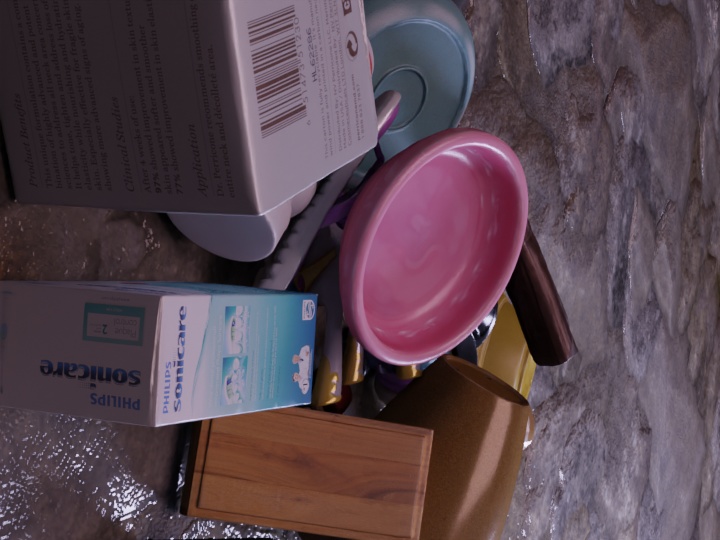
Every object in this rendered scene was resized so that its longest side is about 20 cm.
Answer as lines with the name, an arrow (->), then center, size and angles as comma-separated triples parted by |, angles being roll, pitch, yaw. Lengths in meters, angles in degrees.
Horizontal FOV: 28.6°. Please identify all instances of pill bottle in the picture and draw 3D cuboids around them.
pill bottle -> -0.073, -0.113, 1.113 | 0.201, 0.113, 0.114 | -65, 147, -33

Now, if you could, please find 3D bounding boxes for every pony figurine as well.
pony figurine -> 0.000, 0.000, 1.242 | 0.192, 0.166, 0.203 | -13, 98, -39

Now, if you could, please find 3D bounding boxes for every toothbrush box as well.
toothbrush box -> -0.140, 0.052, 0.972 | 0.199, 0.145, 0.086 | -1, 94, -62

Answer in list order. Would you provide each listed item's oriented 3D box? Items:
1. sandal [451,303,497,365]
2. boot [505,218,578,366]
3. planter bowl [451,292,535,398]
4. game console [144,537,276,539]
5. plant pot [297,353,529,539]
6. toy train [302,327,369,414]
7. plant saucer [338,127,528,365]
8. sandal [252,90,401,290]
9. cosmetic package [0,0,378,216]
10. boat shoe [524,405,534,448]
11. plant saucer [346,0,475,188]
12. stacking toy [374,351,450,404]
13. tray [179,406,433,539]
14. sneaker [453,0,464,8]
sandal -> 0.110, 0.041, 1.394 | 0.076, 0.047, 0.202 | -102, -178, -46
boot -> 0.143, -0.012, 1.344 | 0.201, 0.064, 0.187 | 63, 4, -17
planter bowl -> 0.148, 0.105, 1.561 | 0.200, 0.083, 0.203 | 13, 90, -76
game console -> -0.137, 0.316, 1.059 | 0.118, 0.168, 0.203 | -85, 174, -78
plant pot -> 0.065, 0.184, 1.281 | 0.202, 0.185, 0.186 | -62, 153, 8
toy train -> -0.030, 0.117, 1.306 | 0.200, 0.045, 0.034 | -53, 138, -47
plant saucer -> 0.053, -0.023, 1.148 | 0.199, 0.051, 0.203 | -25, 129, -35
sandal -> -0.019, -0.053, 1.140 | 0.204, 0.050, 0.083 | -56, -167, 7
cosmetic package -> -0.117, -0.142, 0.926 | 0.166, 0.198, 0.169 | -38, 127, -54
boat shoe -> 0.081, 0.168, 1.407 | 0.069, 0.199, 0.072 | 8, 63, -40
plant saucer -> 0.029, -0.159, 1.282 | 0.199, 0.027, 0.202 | -21, 131, -26
stacking toy -> 0.053, 0.036, 1.385 | 0.085, 0.084, 0.202 | -46, 142, -51
tray -> -0.042, 0.164, 1.159 | 0.198, 0.037, 0.100 | 11, 82, -19
sneaker -> 0.071, -0.348, 1.416 | 0.106, 0.074, 0.202 | -40, 138, -60
